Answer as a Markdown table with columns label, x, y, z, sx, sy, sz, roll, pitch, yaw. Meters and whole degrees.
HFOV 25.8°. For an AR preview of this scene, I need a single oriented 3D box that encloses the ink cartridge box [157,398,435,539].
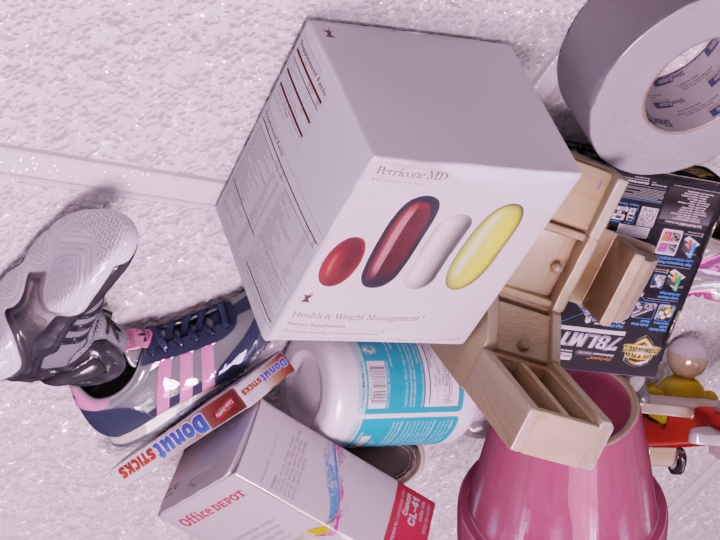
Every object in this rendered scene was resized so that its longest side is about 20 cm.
| label | x | y | z | sx | sy | sz | roll | pitch | yaw |
| --- | --- | --- | --- | --- | --- | --- | --- | --- | --- |
| ink cartridge box | -0.056 | 0.215 | 1.408 | 0.200 | 0.086 | 0.147 | 35 | 142 | -18 |

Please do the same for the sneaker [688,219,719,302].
| label | x | y | z | sx | sy | sz | roll | pitch | yaw |
| --- | --- | --- | --- | --- | --- | --- | --- | --- | --- |
| sneaker | 0.288 | -0.016 | 1.485 | 0.199 | 0.081 | 0.089 | -8 | 115 | -7 |

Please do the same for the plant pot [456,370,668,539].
| label | x | y | z | sx | sy | sz | roll | pitch | yaw |
| --- | --- | --- | --- | --- | --- | --- | --- | --- | --- |
| plant pot | 0.190 | 0.190 | 1.460 | 0.199 | 0.200 | 0.180 | -13 | 129 | -15 |

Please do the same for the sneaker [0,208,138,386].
| label | x | y | z | sx | sy | sz | roll | pitch | yaw |
| --- | --- | --- | --- | --- | --- | --- | --- | --- | --- |
| sneaker | -0.218 | 0.027 | 1.247 | 0.200 | 0.076 | 0.114 | -39 | 143 | 28 |

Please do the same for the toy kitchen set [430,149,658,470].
| label | x | y | z | sx | sy | sz | roll | pitch | yaw |
| --- | --- | --- | --- | --- | --- | --- | --- | --- | --- |
| toy kitchen set | 0.193 | 0.033 | 1.269 | 0.163 | 0.181 | 0.201 | 17 | 108 | -26 |

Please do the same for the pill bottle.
| label | x | y | z | sx | sy | sz | roll | pitch | yaw |
| --- | --- | --- | --- | --- | --- | --- | --- | --- | --- |
| pill bottle | 0.034 | 0.107 | 1.456 | 0.199 | 0.111 | 0.111 | 2 | 136 | -31 |

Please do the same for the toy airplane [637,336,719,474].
| label | x | y | z | sx | sy | sz | roll | pitch | yaw |
| --- | --- | --- | --- | --- | --- | --- | --- | --- | --- |
| toy airplane | 0.349 | 0.138 | 1.653 | 0.198 | 0.142 | 0.200 | -3 | 167 | 25 |

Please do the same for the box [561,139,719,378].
| label | x | y | z | sx | sy | sz | roll | pitch | yaw |
| --- | --- | --- | --- | --- | --- | --- | --- | --- | --- |
| box | 0.204 | -0.008 | 1.387 | 0.199 | 0.050 | 0.199 | 7 | 114 | -24 |

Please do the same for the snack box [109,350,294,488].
| label | x | y | z | sx | sy | sz | roll | pitch | yaw |
| --- | --- | --- | --- | --- | --- | --- | --- | --- | --- |
| snack box | -0.142 | 0.133 | 1.387 | 0.200 | 0.024 | 0.072 | -35 | -179 | 41 |

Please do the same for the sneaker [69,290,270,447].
| label | x | y | z | sx | sy | sz | roll | pitch | yaw |
| --- | --- | --- | --- | --- | --- | --- | --- | --- | --- |
| sneaker | -0.158 | 0.069 | 1.338 | 0.200 | 0.070 | 0.082 | -38 | 126 | 5 |

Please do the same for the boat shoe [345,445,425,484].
| label | x | y | z | sx | sy | sz | roll | pitch | yaw |
| --- | --- | --- | --- | --- | --- | --- | --- | --- | --- |
| boat shoe | -0.040 | 0.186 | 1.498 | 0.199 | 0.072 | 0.060 | -4 | 174 | 12 |

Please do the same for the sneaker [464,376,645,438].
| label | x | y | z | sx | sy | sz | roll | pitch | yaw |
| --- | --- | --- | --- | --- | --- | --- | --- | --- | --- |
| sneaker | 0.187 | 0.116 | 1.559 | 0.199 | 0.075 | 0.081 | -20 | 179 | 6 |

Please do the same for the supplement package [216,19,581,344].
| label | x | y | z | sx | sy | sz | roll | pitch | yaw |
| --- | --- | --- | --- | --- | --- | --- | --- | --- | --- |
| supplement package | 0.024 | -0.061 | 1.211 | 0.190 | 0.147 | 0.200 | 1 | 138 | -31 |

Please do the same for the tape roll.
| label | x | y | z | sx | sy | sz | roll | pitch | yaw |
| --- | --- | --- | --- | --- | --- | --- | --- | --- | --- |
| tape roll | 0.264 | -0.171 | 1.282 | 0.199 | 0.066 | 0.201 | -16 | 143 | -13 |
